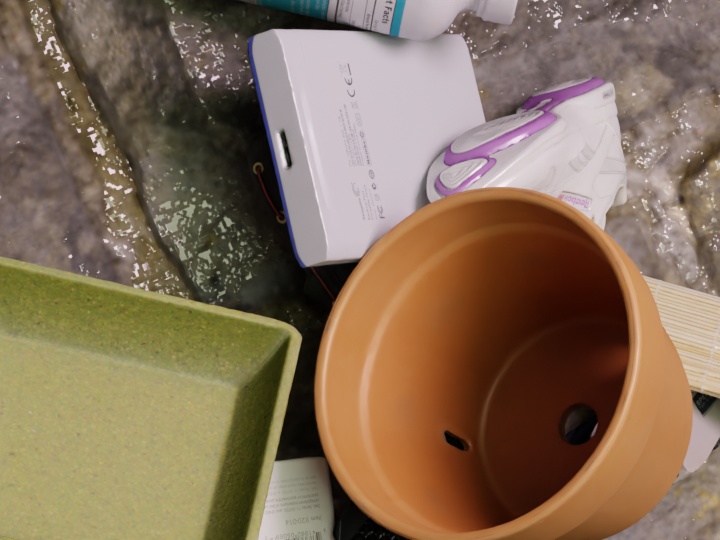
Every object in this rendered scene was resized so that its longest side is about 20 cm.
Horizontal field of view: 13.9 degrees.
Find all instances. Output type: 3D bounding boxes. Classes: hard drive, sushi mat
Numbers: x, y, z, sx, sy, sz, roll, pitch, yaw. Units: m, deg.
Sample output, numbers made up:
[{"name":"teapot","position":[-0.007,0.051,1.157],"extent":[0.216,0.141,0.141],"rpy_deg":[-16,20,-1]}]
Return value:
[{"name":"hard drive","position":[0.014,-0.072,1.704],"extent":[0.200,0.025,0.132],"rpy_deg":[-5,81,-57]},{"name":"sushi mat","position":[0.172,0.032,1.760],"extent":[0.200,0.012,0.096],"rpy_deg":[16,34,4]}]

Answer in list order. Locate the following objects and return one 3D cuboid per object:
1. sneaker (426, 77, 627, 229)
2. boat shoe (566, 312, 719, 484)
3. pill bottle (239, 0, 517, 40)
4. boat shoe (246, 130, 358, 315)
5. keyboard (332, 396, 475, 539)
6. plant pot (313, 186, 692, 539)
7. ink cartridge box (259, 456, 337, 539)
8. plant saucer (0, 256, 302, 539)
[{"name":"sneaker","position":[0.110,-0.050,1.746],"extent":[0.200,0.075,0.100],"rpy_deg":[-30,106,-55]},{"name":"boat shoe","position":[0.188,0.082,1.805],"extent":[0.200,0.093,0.075],"rpy_deg":[-31,92,-52]},{"name":"pill bottle","position":[-0.003,-0.196,1.693],"extent":[0.200,0.111,0.111],"rpy_deg":[12,78,0]},{"name":"boat shoe","position":[0.001,-0.001,1.733],"extent":[0.201,0.063,0.074],"rpy_deg":[63,32,-14]},{"name":"keyboard","position":[0.064,0.123,1.725],"extent":[0.200,0.040,0.104],"rpy_deg":[-48,132,-33]},{"name":"plant pot","position":[0.094,0.069,1.635],"extent":[0.140,0.200,0.200],"rpy_deg":[29,69,-54]},{"name":"ink cartridge box","position":[-0.070,0.211,1.668],"extent":[0.117,0.067,0.200],"rpy_deg":[-5,85,-25]},{"name":"plant saucer","position":[-0.146,0.094,1.602],"extent":[0.200,0.048,0.200],"rpy_deg":[13,45,-1]}]
